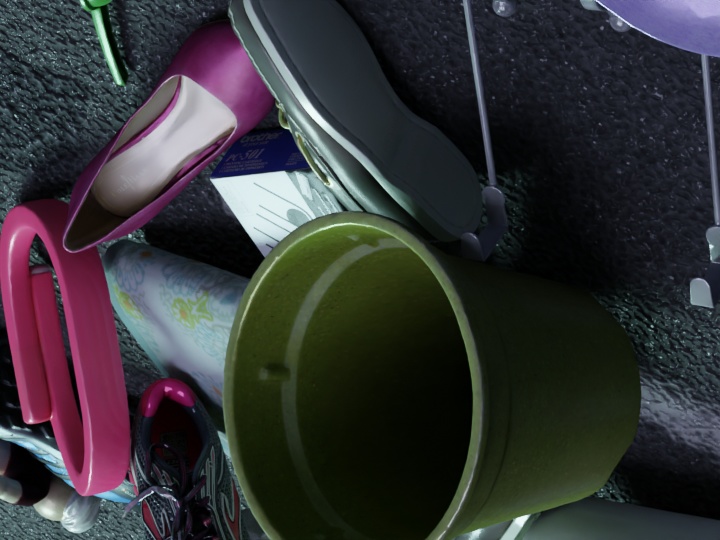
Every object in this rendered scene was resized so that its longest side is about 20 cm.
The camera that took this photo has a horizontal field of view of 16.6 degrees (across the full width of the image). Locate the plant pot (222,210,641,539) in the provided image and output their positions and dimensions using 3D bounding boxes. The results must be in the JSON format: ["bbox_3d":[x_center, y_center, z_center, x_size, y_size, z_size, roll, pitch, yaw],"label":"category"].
[{"bbox_3d":[0.055,0.070,1.398,0.199,0.183,0.202,-2,88,45],"label":"plant pot"}]

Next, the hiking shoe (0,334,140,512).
[{"bbox_3d":[-0.227,0.119,1.801,0.199,0.075,0.087,28,144,7],"label":"hiking shoe"}]

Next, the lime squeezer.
[{"bbox_3d":[-0.134,-0.174,1.427,0.070,0.038,0.200,10,150,-22],"label":"lime squeezer"}]

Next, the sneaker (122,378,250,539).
[{"bbox_3d":[-0.113,0.166,1.608,0.075,0.080,0.201,96,156,-59],"label":"sneaker"}]

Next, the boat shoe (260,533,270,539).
[{"bbox_3d":[0.013,0.200,1.663,0.071,0.061,0.201,-4,148,47],"label":"boat shoe"}]

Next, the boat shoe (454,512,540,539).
[{"bbox_3d":[0.092,0.136,1.571,0.060,0.072,0.202,35,140,10],"label":"boat shoe"}]

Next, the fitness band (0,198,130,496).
[{"bbox_3d":[-0.197,0.051,1.653,0.143,0.037,0.202,0,102,64],"label":"fitness band"}]

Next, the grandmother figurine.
[{"bbox_3d":[-0.274,0.137,1.842,0.060,0.122,0.200,-40,125,23],"label":"grandmother figurine"}]

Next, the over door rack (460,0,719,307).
[{"bbox_3d":[0.123,-0.094,1.265,0.147,0.067,0.201,11,118,28],"label":"over door rack"}]

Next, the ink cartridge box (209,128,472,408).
[{"bbox_3d":[0.000,0.000,1.508,0.094,0.044,0.201,-3,131,43],"label":"ink cartridge box"}]

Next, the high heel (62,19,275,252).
[{"bbox_3d":[-0.115,-0.077,1.463,0.067,0.096,0.200,43,144,-14],"label":"high heel"}]

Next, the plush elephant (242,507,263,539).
[{"bbox_3d":[-0.066,0.271,1.788,0.154,0.165,0.201,33,151,21],"label":"plush elephant"}]

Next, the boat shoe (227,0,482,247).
[{"bbox_3d":[-0.013,-0.087,1.392,0.060,0.072,0.202,-17,125,42],"label":"boat shoe"}]

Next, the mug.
[{"bbox_3d":[0.175,0.225,1.545,0.152,0.150,0.187,17,141,23],"label":"mug"}]

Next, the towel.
[{"bbox_3d":[-0.069,0.067,1.612,0.171,0.048,0.200,13,145,48],"label":"towel"}]

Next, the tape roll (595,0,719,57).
[{"bbox_3d":[0.167,-0.197,1.090,0.199,0.066,0.201,16,129,21],"label":"tape roll"}]
